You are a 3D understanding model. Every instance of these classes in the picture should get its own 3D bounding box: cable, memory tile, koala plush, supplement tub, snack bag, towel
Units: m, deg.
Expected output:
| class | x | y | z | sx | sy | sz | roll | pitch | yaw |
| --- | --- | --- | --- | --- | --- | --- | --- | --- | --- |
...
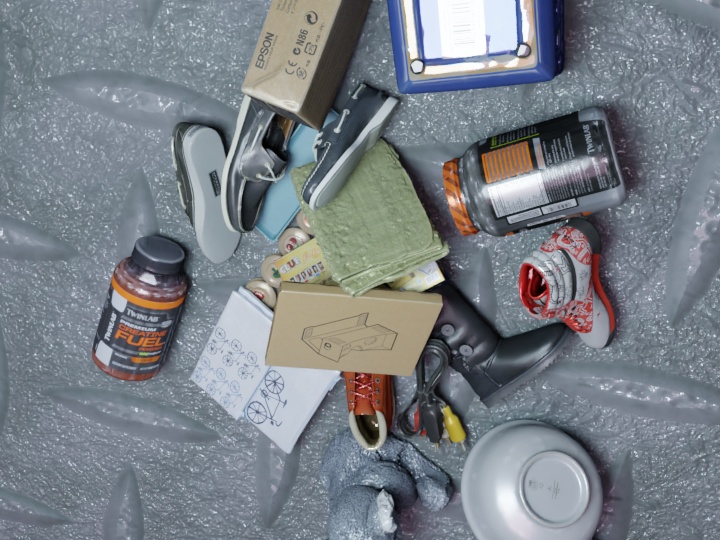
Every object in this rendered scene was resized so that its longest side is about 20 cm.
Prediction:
| class | x | y | z | sx | sy | sz | roll | pitch | yaw |
| --- | --- | --- | --- | --- | --- | --- | --- | --- | --- |
| cable | 0.094 | 0.172 | 1.218 | 0.097 | 0.050 | 0.200 | 8 | 121 | 28 |
| memory tile | -0.062 | 0.011 | 1.221 | 0.153 | 0.017 | 0.200 | 36 | 114 | -2 |
| koala plush | 0.007 | 0.338 | 1.229 | 0.177 | 0.200 | 0.184 | -41 | 97 | 24 |
| supplement tub | -0.312 | 0.052 | 1.249 | 0.107 | 0.107 | 0.200 | 24 | 115 | 4 |
| snack bag | -0.141 | 0.151 | 1.261 | 0.200 | 0.021 | 0.189 | 39 | 120 | 12 |
| towel | 0.006 | -0.069 | 1.079 | 0.148 | 0.037 | 0.200 | -21 | 62 | -11 |
| supplement tub | 0.208 | -0.113 | 1.050 | 0.200 | 0.123 | 0.123 | -14 | 106 | 19 |

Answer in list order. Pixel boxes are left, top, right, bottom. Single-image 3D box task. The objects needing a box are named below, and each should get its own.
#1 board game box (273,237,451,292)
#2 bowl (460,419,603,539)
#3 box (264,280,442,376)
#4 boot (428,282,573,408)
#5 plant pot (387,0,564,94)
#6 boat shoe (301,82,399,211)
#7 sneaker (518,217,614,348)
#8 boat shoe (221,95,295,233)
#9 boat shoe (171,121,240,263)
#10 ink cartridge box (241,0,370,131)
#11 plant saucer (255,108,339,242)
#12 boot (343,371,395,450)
| class | x | y | z | sx | sy | sz | roll | pitch | yaw |
| --- | --- | --- | --- | --- | --- | --- | --- | --- | --- |
| board game box | 0.000 | 0.000 | 1.149 | 0.200 | 0.035 | 0.136 | -29 | 80 | 16 |
| bowl | 0.241 | 0.291 | 1.154 | 0.201 | 0.201 | 0.090 | 31 | 159 | 0 |
| box | -0.013 | 0.077 | 1.103 | 0.200 | 0.021 | 0.164 | 5 | 139 | -11 |
| boot | 0.158 | 0.067 | 1.168 | 0.200 | 0.066 | 0.165 | 46 | 112 | -1 |
| plant pot | 0.125 | -0.296 | 0.969 | 0.200 | 0.180 | 0.200 | -2 | 110 | 14 |
| boat shoe | -0.025 | -0.153 | 1.064 | 0.060 | 0.200 | 0.076 | 31 | 143 | 6 |
| sneaker | 0.251 | 0.040 | 1.083 | 0.067 | 0.108 | 0.202 | 32 | 149 | 47 |
| boat shoe | -0.130 | -0.139 | 1.131 | 0.068 | 0.072 | 0.200 | 23 | 105 | 26 |
| boat shoe | -0.212 | -0.107 | 1.192 | 0.064 | 0.071 | 0.200 | 22 | 128 | 40 |
| ink cartridge box | -0.054 | -0.273 | 0.998 | 0.075 | 0.165 | 0.200 | 21 | 93 | 4 |
| plant saucer | -0.084 | -0.131 | 1.166 | 0.070 | 0.019 | 0.200 | 42 | 112 | 5 |
| boot | 0.010 | 0.148 | 1.205 | 0.075 | 0.107 | 0.200 | -7 | 108 | 11 |
